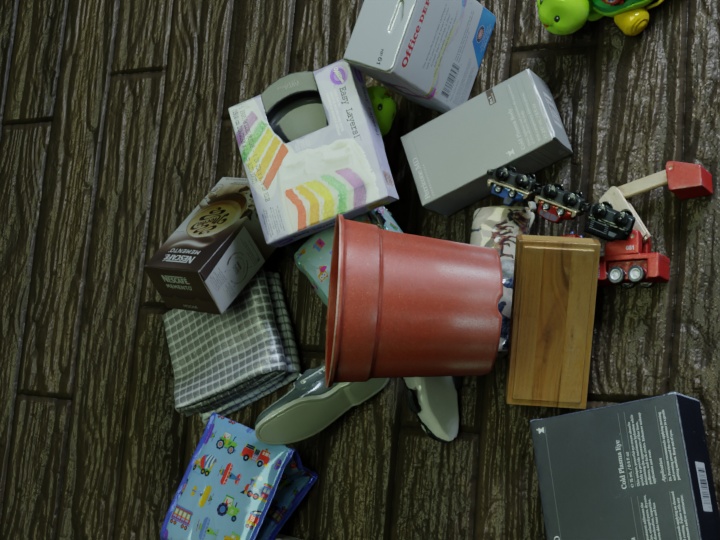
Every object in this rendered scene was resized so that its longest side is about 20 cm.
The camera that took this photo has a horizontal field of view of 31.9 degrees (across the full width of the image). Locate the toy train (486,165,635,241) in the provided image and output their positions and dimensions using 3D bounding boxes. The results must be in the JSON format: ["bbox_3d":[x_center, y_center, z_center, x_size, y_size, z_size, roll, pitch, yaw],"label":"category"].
[{"bbox_3d":[0.239,-0.080,1.530,0.198,0.034,0.047,24,111,26],"label":"toy train"}]

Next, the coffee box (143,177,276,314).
[{"bbox_3d":[-0.193,-0.038,1.758,0.112,0.081,0.201,5,44,36],"label":"coffee box"}]

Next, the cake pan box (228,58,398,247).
[{"bbox_3d":[-0.063,-0.155,1.632,0.182,0.052,0.203,-18,81,16],"label":"cake pan box"}]

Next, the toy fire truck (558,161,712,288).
[{"bbox_3d":[0.324,-0.052,1.530,0.197,0.049,0.144,-4,78,32],"label":"toy fire truck"}]

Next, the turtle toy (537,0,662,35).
[{"bbox_3d":[0.306,-0.370,1.562,0.200,0.101,0.147,-44,62,17],"label":"turtle toy"}]

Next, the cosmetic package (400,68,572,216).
[{"bbox_3d":[0.162,-0.162,1.629,0.198,0.090,0.108,-27,71,21],"label":"cosmetic package"}]

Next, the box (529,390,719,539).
[{"bbox_3d":[0.307,0.258,1.448,0.180,0.104,0.204,-14,73,27],"label":"box"}]

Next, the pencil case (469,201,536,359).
[{"bbox_3d":[0.178,0.011,1.590,0.088,0.078,0.204,3,82,15],"label":"pencil case"}]

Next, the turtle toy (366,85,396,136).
[{"bbox_3d":[-0.034,-0.174,1.712,0.200,0.145,0.101,-49,55,14],"label":"turtle toy"}]

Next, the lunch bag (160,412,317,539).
[{"bbox_3d":[-0.177,0.318,1.699,0.149,0.094,0.202,18,67,32],"label":"lunch bag"}]

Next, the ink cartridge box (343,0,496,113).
[{"bbox_3d":[0.080,-0.303,1.638,0.084,0.199,0.147,21,91,32],"label":"ink cartridge box"}]

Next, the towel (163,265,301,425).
[{"bbox_3d":[-0.191,0.106,1.793,0.198,0.085,0.168,-27,67,24],"label":"towel"}]

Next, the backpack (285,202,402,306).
[{"bbox_3d":[0.000,0.000,1.673,0.167,0.126,0.201,-42,65,14],"label":"backpack"}]

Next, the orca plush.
[{"bbox_3d":[0.062,0.128,1.613,0.070,0.201,0.105,-9,31,45],"label":"orca plush"}]

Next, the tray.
[{"bbox_3d":[0.229,0.062,1.511,0.097,0.037,0.204,3,103,2],"label":"tray"}]

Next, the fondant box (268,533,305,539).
[{"bbox_3d":[-0.121,0.433,1.704,0.197,0.058,0.147,6,83,31],"label":"fondant box"}]

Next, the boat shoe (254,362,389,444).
[{"bbox_3d":[-0.057,0.164,1.680,0.198,0.073,0.062,-28,45,-8],"label":"boat shoe"}]

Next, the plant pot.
[{"bbox_3d":[0.061,0.042,1.478,0.192,0.201,0.205,4,81,-5],"label":"plant pot"}]
